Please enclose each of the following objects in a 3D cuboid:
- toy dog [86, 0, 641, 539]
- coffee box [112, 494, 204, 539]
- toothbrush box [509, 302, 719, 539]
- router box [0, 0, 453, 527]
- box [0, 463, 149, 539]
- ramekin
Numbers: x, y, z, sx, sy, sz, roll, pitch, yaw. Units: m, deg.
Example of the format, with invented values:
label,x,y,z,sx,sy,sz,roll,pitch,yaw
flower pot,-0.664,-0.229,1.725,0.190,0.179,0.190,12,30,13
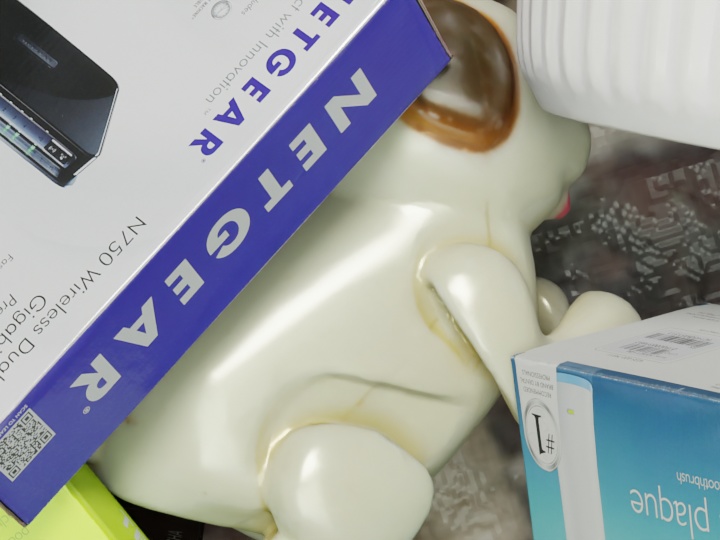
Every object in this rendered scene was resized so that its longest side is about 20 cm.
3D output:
label,x,y,z,sx,sy,sz,roll,pitch,yaw
toy dog,0.000,0.000,0.928,0.193,0.140,0.201,26,90,-6
coffee box,-0.111,0.182,0.970,0.079,0.113,0.201,11,101,-2
toothbrush box,0.129,0.121,0.847,0.085,0.146,0.201,-14,103,-29
router box,-0.101,-0.051,0.872,0.179,0.049,0.200,37,80,33
box,-0.084,0.163,0.884,0.122,0.048,0.200,-37,99,7
ramekin,0.140,-0.089,0.855,0.199,0.200,0.106,9,96,-2
